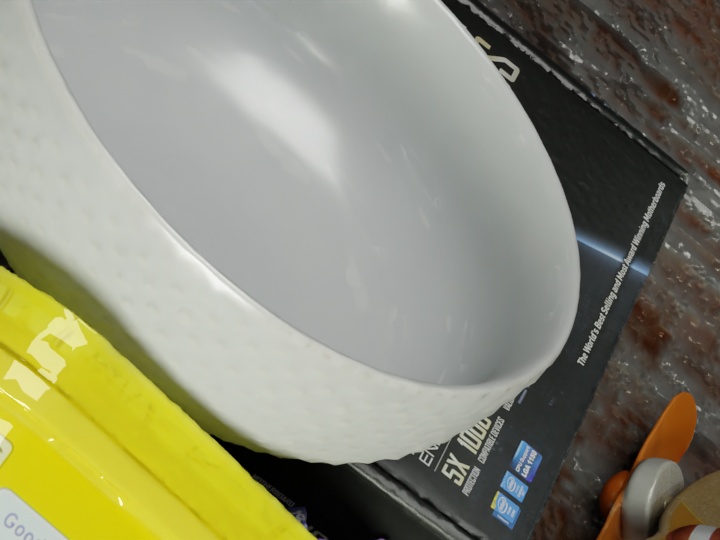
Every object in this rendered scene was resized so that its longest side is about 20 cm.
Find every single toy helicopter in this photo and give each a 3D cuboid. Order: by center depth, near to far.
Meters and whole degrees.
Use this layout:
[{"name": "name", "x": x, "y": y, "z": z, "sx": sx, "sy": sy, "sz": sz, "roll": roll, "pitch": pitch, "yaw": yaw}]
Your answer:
[{"name": "toy helicopter", "x": 0.109, "y": 0.097, "z": 0.862, "sx": 0.200, "sy": 0.132, "sz": 0.079, "roll": -14, "pitch": 115, "yaw": -31}]

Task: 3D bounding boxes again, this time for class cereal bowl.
[{"name": "cereal bowl", "x": -0.037, "y": -0.026, "z": 0.714, "sx": 0.200, "sy": 0.083, "sz": 0.200, "roll": 29, "pitch": 37, "yaw": -25}]

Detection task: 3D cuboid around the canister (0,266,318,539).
[{"name": "canister", "x": -0.115, "y": 0.117, "z": 0.643, "sx": 0.149, "sy": 0.087, "sz": 0.200, "roll": 46, "pitch": 71, "yaw": -29}]

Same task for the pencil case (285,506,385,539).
[{"name": "pencil case", "x": -0.017, "y": 0.176, "z": 0.735, "sx": 0.085, "sy": 0.084, "sz": 0.200, "roll": 0, "pitch": 68, "yaw": -24}]

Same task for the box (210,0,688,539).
[{"name": "box", "x": 0.000, "y": 0.000, "z": 0.851, "sx": 0.164, "sy": 0.086, "sz": 0.200, "roll": 38, "pitch": 49, "yaw": -9}]
